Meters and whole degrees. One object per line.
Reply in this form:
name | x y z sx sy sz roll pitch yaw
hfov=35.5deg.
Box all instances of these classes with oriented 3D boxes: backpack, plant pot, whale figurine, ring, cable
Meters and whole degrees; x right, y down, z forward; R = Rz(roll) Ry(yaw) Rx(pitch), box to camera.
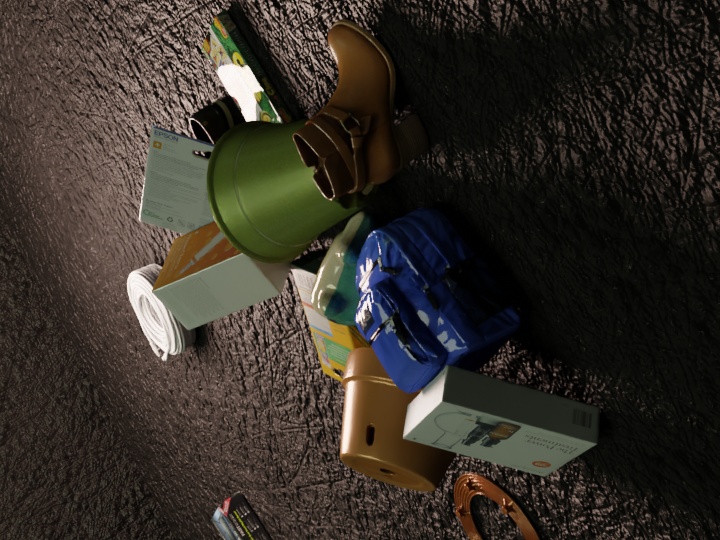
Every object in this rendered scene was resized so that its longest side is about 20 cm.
backpack | 0.076 0.031 1.386 0.201 0.166 0.163 58 148 16
plant pot | -0.071 -0.123 1.496 0.189 0.199 0.202 -13 106 49
whale figurine | 0.000 0.000 1.522 0.103 0.160 0.201 26 154 4
plant pot | 0.057 0.207 1.513 0.197 0.142 0.200 16 160 6
ring | 0.203 0.392 1.672 0.200 0.019 0.202 41 146 35
cable | -0.422 0.083 2.401 0.202 0.069 0.200 62 152 0

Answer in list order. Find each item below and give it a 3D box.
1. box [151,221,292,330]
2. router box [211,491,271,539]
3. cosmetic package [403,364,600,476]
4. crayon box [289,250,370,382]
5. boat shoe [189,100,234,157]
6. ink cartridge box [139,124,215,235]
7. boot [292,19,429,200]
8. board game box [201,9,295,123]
box | -0.212 -0.007 1.770 0.198 0.125 0.098 -21 125 30
router box | -0.271 0.641 2.684 0.201 0.062 0.150 54 154 13
cosmetic package | 0.168 0.186 1.368 0.197 0.052 0.151 16 154 -9
crayon box | -0.032 0.079 1.739 0.125 0.051 0.202 21 132 52
boat shoe | -0.222 -0.169 1.819 0.073 0.063 0.203 19 133 49
ink cartridge box | -0.243 -0.133 1.780 0.194 0.044 0.201 17 131 -1
boot | -0.022 -0.193 1.344 0.201 0.154 0.074 57 153 6
board game box | -0.166 -0.274 1.664 0.201 0.023 0.105 58 151 5
